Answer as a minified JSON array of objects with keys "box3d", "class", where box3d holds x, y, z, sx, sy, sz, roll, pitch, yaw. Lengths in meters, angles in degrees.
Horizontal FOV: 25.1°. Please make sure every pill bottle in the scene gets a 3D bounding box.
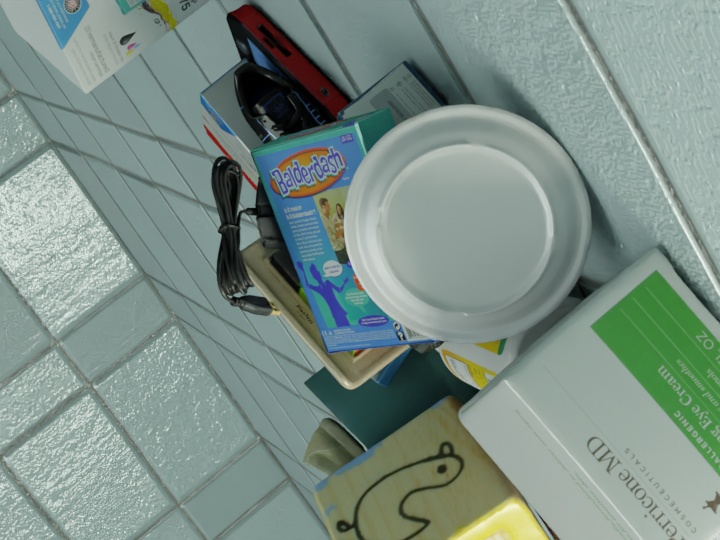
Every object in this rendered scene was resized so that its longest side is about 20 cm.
[{"box3d":[0.140,0.063,1.516,0.113,0.113,0.200,57,165,-22],"class":"pill bottle"}]

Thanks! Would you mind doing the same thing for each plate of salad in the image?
[{"box3d":[0.086,-0.038,1.311,0.200,0.200,0.048,54,-165,-10],"class":"plate of salad"}]

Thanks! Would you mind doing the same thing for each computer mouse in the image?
[{"box3d":[-0.064,-0.028,1.493,0.046,0.141,0.200,-5,174,31],"class":"computer mouse"}]

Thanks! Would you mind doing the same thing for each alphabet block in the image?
[{"box3d":[0.092,0.290,1.678,0.197,0.195,0.200,54,-178,-31],"class":"alphabet block"}]

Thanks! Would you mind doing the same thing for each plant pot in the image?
[{"box3d":[0.061,0.143,1.842,0.201,0.161,0.201,45,175,5],"class":"plant pot"}]

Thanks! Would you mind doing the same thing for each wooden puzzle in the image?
[{"box3d":[0.000,0.000,1.645,0.185,0.200,0.037,48,151,14],"class":"wooden puzzle"}]

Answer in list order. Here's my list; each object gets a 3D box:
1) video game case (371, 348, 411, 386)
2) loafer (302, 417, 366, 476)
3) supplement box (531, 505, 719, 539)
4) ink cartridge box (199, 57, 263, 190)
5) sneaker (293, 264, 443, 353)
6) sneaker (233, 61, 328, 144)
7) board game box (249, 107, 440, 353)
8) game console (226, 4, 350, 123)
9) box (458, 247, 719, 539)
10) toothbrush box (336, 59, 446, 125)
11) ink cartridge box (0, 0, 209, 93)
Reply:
[{"box3d":[0.006,0.023,1.801,0.018,0.143,0.200,29,-174,-43],"class":"video game case"},{"box3d":[0.010,0.262,1.894,0.200,0.068,0.076,45,176,9],"class":"loafer"},{"box3d":[0.257,0.238,1.605,0.131,0.103,0.200,56,165,-18],"class":"supplement box"},{"box3d":[-0.117,-0.152,1.819,0.116,0.067,0.200,49,172,3],"class":"ink cartridge box"},{"box3d":[0.009,0.027,1.549,0.200,0.080,0.086,35,154,52],"class":"sneaker"},{"box3d":[-0.064,-0.133,1.635,0.200,0.070,0.078,45,174,30],"class":"sneaker"},{"box3d":[-0.003,-0.031,1.415,0.152,0.045,0.201,-8,106,49],"class":"board game box"},{"box3d":[-0.066,-0.181,1.730,0.200,0.031,0.177,47,166,20],"class":"game console"},{"box3d":[0.215,0.124,1.302,0.199,0.171,0.200,50,167,6],"class":"box"},{"box3d":[0.049,-0.082,1.495,0.146,0.085,0.200,49,166,10],"class":"toothbrush box"},{"box3d":[-0.265,-0.319,1.657,0.146,0.200,0.147,40,163,33],"class":"ink cartridge box"}]
